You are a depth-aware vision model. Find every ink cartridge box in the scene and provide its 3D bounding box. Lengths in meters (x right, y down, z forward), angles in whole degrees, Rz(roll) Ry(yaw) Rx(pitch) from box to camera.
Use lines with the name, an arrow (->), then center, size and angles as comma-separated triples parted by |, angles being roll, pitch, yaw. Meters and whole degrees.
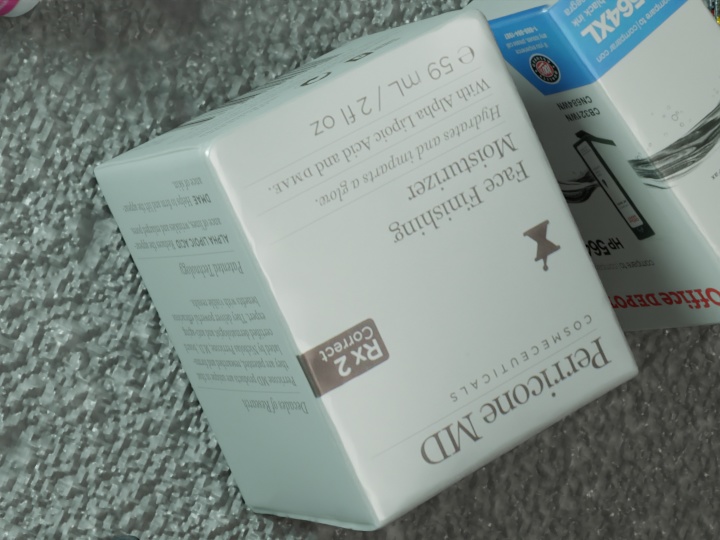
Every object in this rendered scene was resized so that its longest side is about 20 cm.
ink cartridge box -> 0.144, -0.069, 1.313 | 0.084, 0.146, 0.200 | -41, 103, -22

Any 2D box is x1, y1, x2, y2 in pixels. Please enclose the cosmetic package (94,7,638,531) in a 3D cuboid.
cosmetic package -> 0.000, 0.000, 1.233 | 0.165, 0.165, 0.200 | -29, 100, -22

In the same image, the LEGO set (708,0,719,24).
LEGO set -> 0.267, -0.202, 1.391 | 0.154, 0.116, 0.200 | 6, 85, -24

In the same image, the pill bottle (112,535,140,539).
pill bottle -> -0.076, 0.229, 1.217 | 0.112, 0.112, 0.200 | -45, 105, -20

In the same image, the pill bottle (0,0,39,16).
pill bottle -> -0.242, -0.189, 1.159 | 0.200, 0.113, 0.114 | 9, 84, -24
